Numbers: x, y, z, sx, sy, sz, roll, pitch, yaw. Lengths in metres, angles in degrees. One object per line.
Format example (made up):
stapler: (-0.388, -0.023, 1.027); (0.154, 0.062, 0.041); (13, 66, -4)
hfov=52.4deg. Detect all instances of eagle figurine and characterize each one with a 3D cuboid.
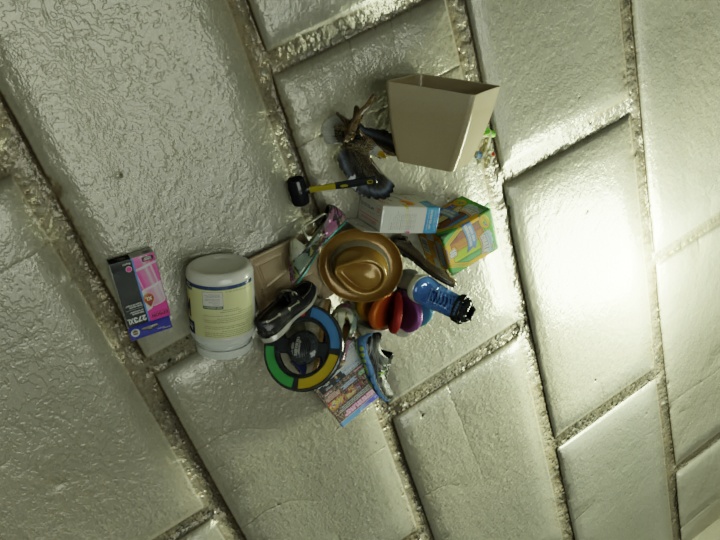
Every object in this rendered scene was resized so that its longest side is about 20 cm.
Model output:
eagle figurine: (0.018, -0.270, 1.642); (0.152, 0.151, 0.200); (-25, 147, 14)

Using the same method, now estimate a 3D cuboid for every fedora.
fedora: (0.000, 0.000, 1.696); (0.200, 0.082, 0.201); (0, 110, 0)

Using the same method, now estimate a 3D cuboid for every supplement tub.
supplement tub: (-0.302, 0.078, 1.593); (0.145, 0.145, 0.200); (-10, 115, -26)

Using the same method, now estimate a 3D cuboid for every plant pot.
plant pot: (0.175, -0.326, 1.620); (0.200, 0.199, 0.177); (-36, 137, -57)

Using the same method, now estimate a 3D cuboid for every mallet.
mallet: (-0.062, -0.179, 1.636); (0.200, 0.041, 0.066); (-1, 121, 3)

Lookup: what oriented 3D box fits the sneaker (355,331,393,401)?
sneaker: (0.050, 0.237, 1.784); (0.083, 0.071, 0.200); (-24, 117, -13)

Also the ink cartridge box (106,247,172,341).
ink cartridge box: (-0.466, 0.057, 1.561); (0.095, 0.037, 0.200); (-19, 120, -21)

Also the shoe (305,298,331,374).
shoe: (-0.111, 0.162, 1.722); (0.053, 0.070, 0.200); (10, 82, 2)

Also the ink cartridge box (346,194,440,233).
ink cartridge box: (0.072, -0.136, 1.732); (0.200, 0.115, 0.068); (-1, 110, -29)

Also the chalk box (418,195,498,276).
chalk box: (0.262, -0.099, 1.849); (0.200, 0.124, 0.125); (-31, 123, -15)

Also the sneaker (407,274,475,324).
sneaker: (0.202, 0.071, 1.745); (0.200, 0.111, 0.077); (31, 83, -48)

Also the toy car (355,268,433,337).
toy car: (0.094, 0.096, 1.820); (0.200, 0.150, 0.175); (-2, 111, -29)

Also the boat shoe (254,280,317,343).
boat shoe: (-0.168, 0.078, 1.642); (0.200, 0.074, 0.060); (-47, 125, -38)

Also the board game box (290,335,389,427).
board game box: (-0.049, 0.263, 1.841); (0.159, 0.097, 0.200); (-39, 124, -10)

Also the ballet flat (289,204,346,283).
ballet flat: (-0.113, -0.066, 1.652); (0.071, 0.069, 0.200); (41, 79, -18)

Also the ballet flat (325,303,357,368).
ballet flat: (-0.050, 0.143, 1.744); (0.069, 0.200, 0.071); (5, 140, 11)

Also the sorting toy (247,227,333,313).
sorting toy: (-0.165, 0.016, 1.715); (0.200, 0.036, 0.185); (-29, 122, -22)

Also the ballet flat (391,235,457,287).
ballet flat: (0.160, -0.025, 1.799); (0.046, 0.200, 0.067); (-53, 163, -4)

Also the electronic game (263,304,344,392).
electronic game: (-0.130, 0.175, 1.662); (0.200, 0.200, 0.042); (-56, 154, 2)

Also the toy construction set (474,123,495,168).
toy construction set: (0.260, -0.310, 1.779); (0.200, 0.092, 0.131); (0, 86, -37)
